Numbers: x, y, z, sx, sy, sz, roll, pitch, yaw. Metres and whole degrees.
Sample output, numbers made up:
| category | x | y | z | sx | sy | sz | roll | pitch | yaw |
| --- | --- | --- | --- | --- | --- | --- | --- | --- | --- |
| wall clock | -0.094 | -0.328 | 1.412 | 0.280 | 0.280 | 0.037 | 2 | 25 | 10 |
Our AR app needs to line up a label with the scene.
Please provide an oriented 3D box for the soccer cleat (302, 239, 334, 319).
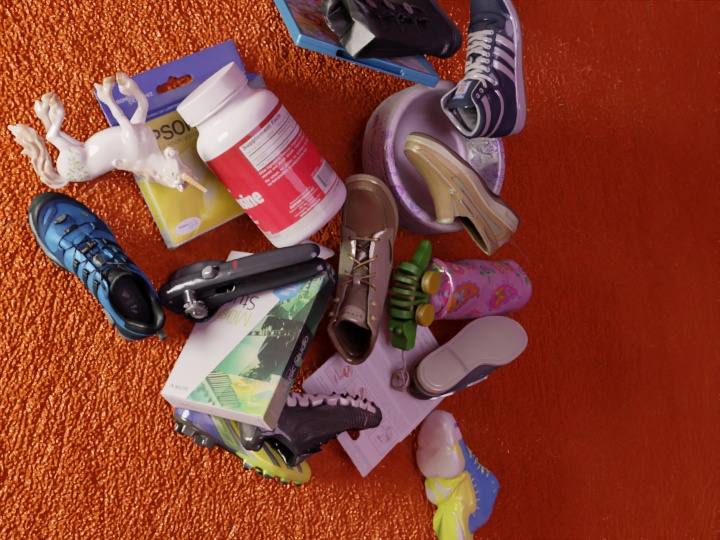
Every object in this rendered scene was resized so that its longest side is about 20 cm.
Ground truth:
| category | x | y | z | sx | sy | sz | roll | pitch | yaw |
| --- | --- | --- | --- | --- | --- | --- | --- | --- | --- |
| soccer cleat | -0.075 | 0.058 | 1.087 | 0.084 | 0.068 | 0.202 | 9 | 78 | -27 |

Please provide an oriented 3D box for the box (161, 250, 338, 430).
| category | x | y | z | sx | sy | sz | roll | pitch | yaw |
| --- | --- | --- | --- | --- | --- | --- | --- | --- | --- |
| box | -0.126 | 0.074 | 0.993 | 0.036 | 0.143 | 0.201 | 57 | 47 | -51 |

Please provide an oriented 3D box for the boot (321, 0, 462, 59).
| category | x | y | z | sx | sy | sz | roll | pitch | yaw |
| --- | --- | --- | --- | --- | --- | --- | --- | --- | --- |
| boot | 0.020 | -0.331 | 1.102 | 0.199 | 0.066 | 0.165 | -17 | 55 | -46 |

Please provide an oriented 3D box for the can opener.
| category | x | y | z | sx | sy | sz | roll | pitch | yaw |
| --- | --- | --- | --- | --- | --- | --- | --- | --- | --- |
| can opener | -0.137 | 0.006 | 0.983 | 0.063 | 0.198 | 0.079 | 53 | 26 | -59 |

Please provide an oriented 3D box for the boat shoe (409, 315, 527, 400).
| category | x | y | z | sx | sy | sz | roll | pitch | yaw |
| --- | --- | --- | --- | --- | --- | --- | --- | --- | --- |
| boat shoe | 0.145 | 0.121 | 1.178 | 0.199 | 0.062 | 0.073 | -23 | 70 | -34 |

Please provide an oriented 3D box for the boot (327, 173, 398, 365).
| category | x | y | z | sx | sy | sz | roll | pitch | yaw |
| --- | --- | --- | --- | --- | --- | --- | --- | --- | --- |
| boot | 0.000 | 0.000 | 1.055 | 0.155 | 0.071 | 0.201 | -74 | 166 | -45 |

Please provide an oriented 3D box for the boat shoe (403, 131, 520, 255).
| category | x | y | z | sx | sy | sz | roll | pitch | yaw |
| --- | --- | --- | --- | --- | --- | --- | --- | --- | --- |
| boat shoe | 0.121 | -0.091 | 1.099 | 0.200 | 0.072 | 0.076 | 39 | 85 | -22 |

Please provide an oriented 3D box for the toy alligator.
| category | x | y | z | sx | sy | sz | roll | pitch | yaw |
| --- | --- | --- | --- | --- | --- | --- | --- | --- | --- |
| toy alligator | 0.056 | 0.058 | 1.108 | 0.054 | 0.059 | 0.202 | 7 | 95 | -52 |

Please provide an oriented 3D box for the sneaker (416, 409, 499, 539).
| category | x | y | z | sx | sy | sz | roll | pitch | yaw |
| --- | --- | --- | --- | --- | --- | --- | --- | --- | --- |
| sneaker | 0.139 | 0.280 | 1.210 | 0.104 | 0.075 | 0.202 | -17 | 108 | -42 |

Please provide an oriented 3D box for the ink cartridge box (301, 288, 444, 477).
| category | x | y | z | sx | sy | sz | roll | pitch | yaw |
| --- | --- | --- | --- | --- | --- | --- | --- | --- | --- |
| ink cartridge box | 0.023 | 0.147 | 1.157 | 0.200 | 0.050 | 0.162 | -40 | 108 | -23 |

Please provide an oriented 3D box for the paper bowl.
| category | x | y | z | sx | sy | sz | roll | pitch | yaw |
| --- | --- | --- | --- | --- | --- | --- | --- | --- | --- |
| paper bowl | 0.091 | -0.149 | 1.178 | 0.199 | 0.104 | 0.203 | 2 | 87 | -32 |

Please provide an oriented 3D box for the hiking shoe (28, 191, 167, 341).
| category | x | y | z | sx | sy | sz | roll | pitch | yaw |
| --- | --- | --- | --- | --- | --- | --- | --- | --- | --- |
| hiking shoe | -0.280 | -0.009 | 0.949 | 0.074 | 0.086 | 0.200 | -47 | 111 | -25 |

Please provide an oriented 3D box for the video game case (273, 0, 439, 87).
| category | x | y | z | sx | sy | sz | roll | pitch | yaw |
| --- | --- | --- | --- | --- | --- | --- | --- | --- | --- |
| video game case | -0.006 | -0.299 | 1.111 | 0.198 | 0.144 | 0.018 | 11 | 124 | -27 |

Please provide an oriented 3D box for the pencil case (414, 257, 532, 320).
| category | x | y | z | sx | sy | sz | roll | pitch | yaw |
| --- | --- | --- | --- | --- | --- | --- | --- | --- | --- |
| pencil case | 0.153 | 0.024 | 1.198 | 0.199 | 0.087 | 0.088 | -2 | 88 | -46 |

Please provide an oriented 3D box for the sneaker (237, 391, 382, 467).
| category | x | y | z | sx | sy | sz | roll | pitch | yaw |
| --- | --- | --- | --- | --- | --- | --- | --- | --- | --- |
| sneaker | -0.062 | 0.189 | 1.032 | 0.199 | 0.066 | 0.091 | 12 | 74 | -32 |

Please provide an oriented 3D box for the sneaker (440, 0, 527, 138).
| category | x | y | z | sx | sy | sz | roll | pitch | yaw |
| --- | --- | --- | --- | --- | --- | --- | --- | --- | --- |
| sneaker | 0.153 | -0.268 | 1.116 | 0.108 | 0.070 | 0.202 | -18 | 102 | -36 |

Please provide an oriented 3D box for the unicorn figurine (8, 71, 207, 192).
| category | x | y | z | sx | sy | sz | roll | pitch | yaw |
| --- | --- | --- | --- | --- | --- | --- | --- | --- | --- |
| unicorn figurine | -0.268 | -0.140 | 0.946 | 0.074 | 0.198 | 0.139 | -69 | 145 | -65 |

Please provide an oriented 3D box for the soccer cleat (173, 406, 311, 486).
| category | x | y | z | sx | sy | sz | roll | pitch | yaw |
| --- | --- | --- | --- | --- | --- | --- | --- | --- | --- |
| soccer cleat | -0.131 | 0.196 | 1.045 | 0.199 | 0.065 | 0.084 | 34 | 70 | -25 |

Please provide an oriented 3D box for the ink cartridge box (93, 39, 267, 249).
| category | x | y | z | sx | sy | sz | roll | pitch | yaw |
| --- | --- | --- | --- | --- | --- | --- | --- | --- | --- |
| ink cartridge box | -0.186 | -0.158 | 1.042 | 0.197 | 0.047 | 0.202 | -30 | 105 | -29 |

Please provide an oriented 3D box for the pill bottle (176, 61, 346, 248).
| category | x | y | z | sx | sy | sz | roll | pitch | yaw |
| --- | --- | --- | --- | --- | --- | --- | --- | --- | --- |
| pill bottle | -0.115 | -0.133 | 0.996 | 0.112 | 0.112 | 0.200 | -48 | 112 | -24 |
